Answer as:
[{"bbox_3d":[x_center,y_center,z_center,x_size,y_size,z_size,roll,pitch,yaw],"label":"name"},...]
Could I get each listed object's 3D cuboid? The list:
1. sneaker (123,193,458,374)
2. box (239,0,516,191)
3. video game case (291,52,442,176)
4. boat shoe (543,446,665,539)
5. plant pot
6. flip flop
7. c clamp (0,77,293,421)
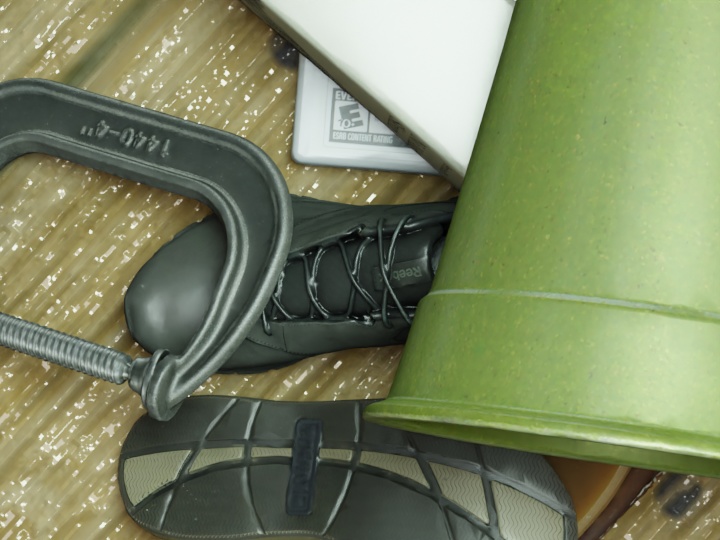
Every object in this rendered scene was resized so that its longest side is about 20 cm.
[{"bbox_3d":[0.000,0.000,0.979,0.198,0.091,0.077,-11,91,-1],"label":"sneaker"},{"bbox_3d":[-0.011,-0.123,0.964,0.200,0.082,0.068,41,89,2],"label":"box"},{"bbox_3d":[0.076,-0.129,1.017,0.198,0.024,0.184,5,89,-1],"label":"video game case"},{"bbox_3d":[0.119,0.050,0.993,0.070,0.070,0.201,23,106,-45],"label":"boat shoe"},{"bbox_3d":[0.113,-0.025,0.862,0.199,0.200,0.191,9,85,-2],"label":"plant pot"},{"bbox_3d":[-0.004,0.096,0.987,0.199,0.058,0.082,4,72,20],"label":"flip flop"},{"bbox_3d":[-0.128,0.006,0.978,0.199,0.027,0.172,11,74,22],"label":"c clamp"}]
